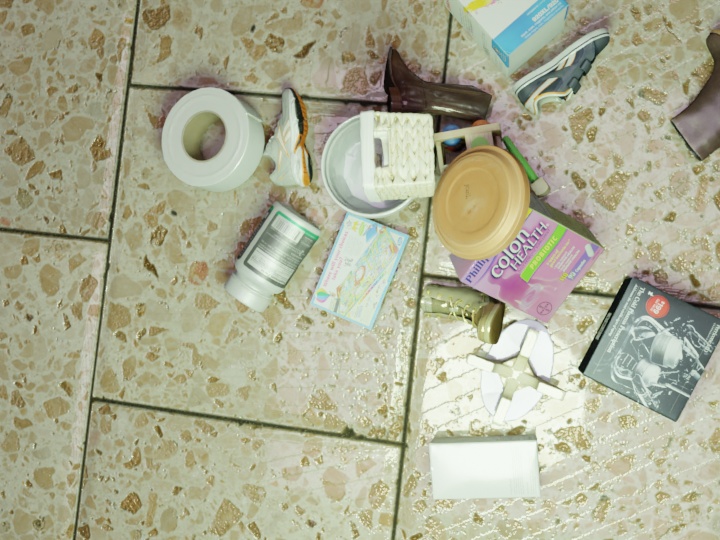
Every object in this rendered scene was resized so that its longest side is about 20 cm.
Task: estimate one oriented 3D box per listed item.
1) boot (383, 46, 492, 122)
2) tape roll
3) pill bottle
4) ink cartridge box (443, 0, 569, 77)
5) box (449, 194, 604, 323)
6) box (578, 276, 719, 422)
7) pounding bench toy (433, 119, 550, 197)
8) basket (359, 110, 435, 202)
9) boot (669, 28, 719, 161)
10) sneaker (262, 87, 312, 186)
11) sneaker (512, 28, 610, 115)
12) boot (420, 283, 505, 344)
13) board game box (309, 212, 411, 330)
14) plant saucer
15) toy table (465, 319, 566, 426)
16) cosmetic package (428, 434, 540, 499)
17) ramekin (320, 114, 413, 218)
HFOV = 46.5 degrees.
[{"bbox_3d":[0.148,-0.358,1.625,0.200,0.064,0.187,1,55,-7],"label":"boot"},{"bbox_3d":[-0.296,-0.262,1.683,0.202,0.071,0.203,-2,84,21],"label":"tape roll"},{"bbox_3d":[-0.175,-0.026,1.647,0.113,0.113,0.200,36,94,10],"label":"pill bottle"},{"bbox_3d":[0.265,-0.498,1.567,0.145,0.147,0.200,-40,82,6],"label":"ink cartridge box"},{"bbox_3d":[0.296,-0.032,1.505,0.200,0.097,0.176,26,113,-19],"label":"box"},{"bbox_3d":[0.525,0.139,1.518,0.182,0.104,0.200,27,93,9],"label":"box"},{"bbox_3d":[0.247,-0.202,1.571,0.200,0.124,0.156,-8,86,10],"label":"pounding bench toy"},{"bbox_3d":[0.067,-0.197,1.465,0.123,0.200,0.136,-2,88,4],"label":"basket"},{"bbox_3d":[0.640,-0.320,1.530,0.166,0.072,0.200,-31,86,6],"label":"boot"},{"bbox_3d":[-0.154,-0.264,1.675,0.092,0.076,0.200,-5,86,14],"label":"sneaker"},{"bbox_3d":[0.391,-0.368,1.576,0.200,0.078,0.079,-34,78,19],"label":"sneaker"},{"bbox_3d":[0.184,0.075,1.538,0.155,0.200,0.073,8,110,12],"label":"boot"},{"bbox_3d":[0.000,0.000,1.654,0.134,0.034,0.200,23,92,10],"label":"board game box"},{"bbox_3d":[0.200,-0.118,1.443,0.200,0.032,0.201,-12,73,44],"label":"plant saucer"},{"bbox_3d":[0.288,0.189,1.554,0.184,0.117,0.200,10,91,11],"label":"toy table"},{"bbox_3d":[0.233,0.367,1.572,0.200,0.085,0.108,-3,87,11],"label":"cosmetic package"},{"bbox_3d":[0.031,-0.196,1.621,0.200,0.105,0.200,0,88,11],"label":"ramekin"}]
